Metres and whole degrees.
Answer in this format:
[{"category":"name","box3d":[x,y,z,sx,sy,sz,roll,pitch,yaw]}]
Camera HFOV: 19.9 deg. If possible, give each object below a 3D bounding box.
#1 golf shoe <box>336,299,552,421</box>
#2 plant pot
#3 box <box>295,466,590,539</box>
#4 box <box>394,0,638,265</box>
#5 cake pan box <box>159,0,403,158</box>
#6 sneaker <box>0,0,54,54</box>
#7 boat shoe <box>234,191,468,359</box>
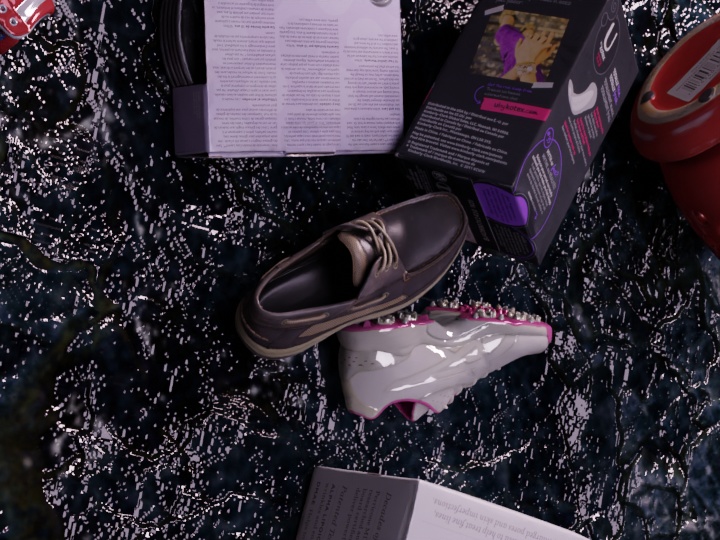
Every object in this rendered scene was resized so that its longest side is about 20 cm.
[{"category":"golf shoe","box3d":[0.064,0.071,1.629,0.199,0.075,0.092,-1,100,-31]},{"category":"plant pot","box3d":[0.346,-0.119,1.774,0.182,0.200,0.201,45,64,-21]},{"category":"box","box3d":[0.050,0.273,1.574,0.199,0.131,0.201,24,76,-37]},{"category":"box","box3d":[0.127,-0.126,1.624,0.200,0.106,0.122,-61,152,-21]},{"category":"cake pan box","box3d":[-0.056,-0.176,1.536,0.200,0.052,0.185,-5,92,-39]},{"category":"sneaker","box3d":[-0.284,-0.191,1.337,0.200,0.071,0.113,-15,96,-40]},{"category":"boat shoe","box3d":[0.000,0.000,1.528,0.200,0.073,0.075,-33,79,-17]}]
